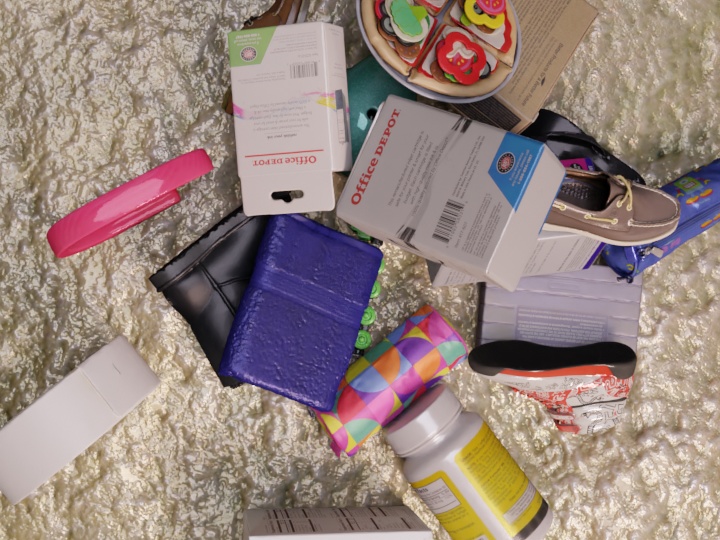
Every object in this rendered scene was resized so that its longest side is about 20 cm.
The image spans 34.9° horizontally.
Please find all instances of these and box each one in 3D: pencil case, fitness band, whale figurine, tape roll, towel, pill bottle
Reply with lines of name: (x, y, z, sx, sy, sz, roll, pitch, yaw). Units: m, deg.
pencil case: (0.376, -0.064, 1.374, 0.199, 0.087, 0.078, -27, 118, -16)
fitness band: (-0.253, -0.075, 1.263, 0.199, 0.144, 0.038, -30, 91, -8)
whale figurine: (0.022, -0.203, 1.328, 0.158, 0.104, 0.201, 31, 82, -6)
tape roll: (-0.310, 0.156, 1.219, 0.202, 0.202, 0.071, -39, 93, -8)
pencil case: (0.031, 0.129, 1.333, 0.200, 0.088, 0.089, -39, 94, -5)
towel: (-0.067, 0.044, 1.279, 0.147, 0.049, 0.201, 24, 76, -23)
pill bottle: (0.122, 0.238, 1.325, 0.114, 0.114, 0.200, -38, 94, -8)

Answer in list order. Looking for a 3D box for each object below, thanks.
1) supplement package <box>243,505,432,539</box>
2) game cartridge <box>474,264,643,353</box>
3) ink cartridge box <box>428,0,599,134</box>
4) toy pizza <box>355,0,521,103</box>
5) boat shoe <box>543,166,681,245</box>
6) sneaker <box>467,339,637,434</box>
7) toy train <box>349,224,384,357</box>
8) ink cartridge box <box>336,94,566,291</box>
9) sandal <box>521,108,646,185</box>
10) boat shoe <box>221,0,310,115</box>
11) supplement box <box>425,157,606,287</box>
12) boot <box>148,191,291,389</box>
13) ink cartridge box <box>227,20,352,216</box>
supplement package: (-0.030, 0.353, 1.279, 0.198, 0.151, 0.153, 0, 89, -8)
game cartridge: (0.240, 0.053, 1.389, 0.198, 0.038, 0.131, 6, 91, -8)
ink cartridge box: (0.162, -0.273, 1.334, 0.164, 0.075, 0.201, 38, 61, -7)
toy pizza: (0.091, -0.276, 1.246, 0.199, 0.032, 0.202, 8, 68, -19)
boat shoe: (0.264, -0.076, 1.263, 0.198, 0.060, 0.072, 8, 62, -6)
sneaker: (0.222, 0.143, 1.349, 0.200, 0.067, 0.109, 0, 120, -7)
toy train: (0.000, 0.000, 1.352, 0.056, 0.042, 0.202, 11, 87, 2)
ink cartridge box: (0.094, -0.084, 1.217, 0.199, 0.084, 0.147, 24, 87, 32)
sandal: (0.265, -0.138, 1.392, 0.199, 0.043, 0.077, 27, 85, -7)
boat shoe: (-0.106, -0.270, 1.327, 0.067, 0.072, 0.202, 17, 86, -9)
supplement box: (0.175, -0.055, 1.329, 0.198, 0.104, 0.102, -7, 66, -11)
boot: (-0.120, 0.019, 1.316, 0.200, 0.076, 0.169, -40, 101, -16)
ink cartridge box: (-0.075, -0.164, 1.258, 0.116, 0.067, 0.202, -2, 94, 19)
